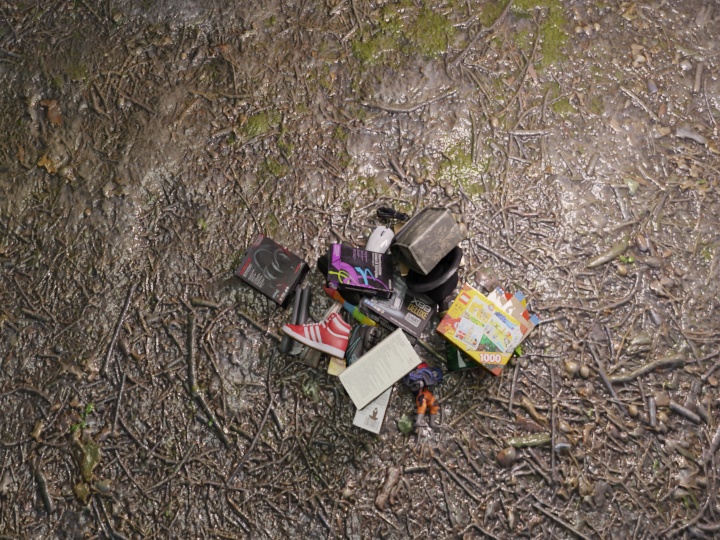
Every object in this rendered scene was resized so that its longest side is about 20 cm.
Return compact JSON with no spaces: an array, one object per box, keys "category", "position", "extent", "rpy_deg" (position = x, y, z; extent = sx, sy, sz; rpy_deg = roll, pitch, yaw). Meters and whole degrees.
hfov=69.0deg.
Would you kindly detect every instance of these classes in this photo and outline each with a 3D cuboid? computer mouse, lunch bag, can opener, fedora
[{"category":"computer mouse","position":[0.064,-0.096,1.585],"extent":[0.107,0.044,0.206],"rpy_deg":[23,84,19]},{"category":"lunch bag","position":[0.176,-0.093,1.493],"extent":[0.163,0.199,0.119],"rpy_deg":[-41,108,-9]},{"category":"can opener","position":[-0.184,0.146,1.537],"extent":[0.051,0.067,0.207],"rpy_deg":[1,66,19]},{"category":"fedora","position":[0.223,0.017,1.488],"extent":[0.198,0.200,0.093],"rpy_deg":[-37,115,-5]}]

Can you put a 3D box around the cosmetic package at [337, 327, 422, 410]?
[{"category":"cosmetic package","position":[0.049,0.248,1.314],"extent":[0.197,0.073,0.105],"rpy_deg":[-35,76,-4]}]

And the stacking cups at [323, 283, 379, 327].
[{"category":"stacking cups","position":[-0.023,0.100,1.551],"extent":[0.198,0.061,0.061],"rpy_deg":[39,81,19]}]

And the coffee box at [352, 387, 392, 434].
[{"category":"coffee box","position":[0.047,0.319,1.394],"extent":[0.077,0.115,0.207],"rpy_deg":[16,78,8]}]

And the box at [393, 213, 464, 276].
[{"category":"box","position":[0.205,-0.078,1.593],"extent":[0.192,0.021,0.170],"rpy_deg":[-10,74,3]}]

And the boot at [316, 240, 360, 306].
[{"category":"boot","position":[-0.030,-0.002,1.542],"extent":[0.128,0.069,0.201],"rpy_deg":[-30,61,-23]}]

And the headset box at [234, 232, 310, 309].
[{"category":"headset box","position":[-0.273,-0.003,1.585],"extent":[0.196,0.077,0.152],"rpy_deg":[31,79,11]}]

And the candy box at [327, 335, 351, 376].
[{"category":"candy box","position":[0.012,0.262,1.497],"extent":[0.192,0.055,0.120],"rpy_deg":[13,77,7]}]

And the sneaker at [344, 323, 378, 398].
[{"category":"sneaker","position":[-0.010,0.247,1.448],"extent":[0.077,0.075,0.207],"rpy_deg":[11,75,31]}]

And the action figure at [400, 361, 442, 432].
[{"category":"action figure","position":[0.149,0.330,1.430],"extent":[0.103,0.196,0.200],"rpy_deg":[-30,60,37]}]

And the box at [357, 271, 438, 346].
[{"category":"box","position":[0.111,0.100,1.507],"extent":[0.196,0.051,0.159],"rpy_deg":[31,54,12]}]

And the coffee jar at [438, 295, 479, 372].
[{"category":"coffee jar","position":[0.280,0.176,1.473],"extent":[0.100,0.085,0.208],"rpy_deg":[-7,78,-9]}]

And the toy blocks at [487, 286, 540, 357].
[{"category":"toy blocks","position":[0.426,0.121,1.492],"extent":[0.136,0.101,0.201],"rpy_deg":[-38,75,-19]}]

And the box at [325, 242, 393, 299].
[{"category":"box","position":[0.000,0.000,1.494],"extent":[0.192,0.037,0.147],"rpy_deg":[11,47,-11]}]

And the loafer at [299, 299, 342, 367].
[{"category":"loafer","position":[-0.101,0.185,1.524],"extent":[0.062,0.072,0.203],"rpy_deg":[33,89,5]}]

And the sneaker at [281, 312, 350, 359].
[{"category":"sneaker","position":[-0.119,0.159,1.457],"extent":[0.193,0.071,0.116],"rpy_deg":[19,78,14]}]

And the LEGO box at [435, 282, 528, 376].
[{"category":"LEGO box","position":[0.317,0.158,1.387],"extent":[0.197,0.077,0.151],"rpy_deg":[35,85,11]}]
